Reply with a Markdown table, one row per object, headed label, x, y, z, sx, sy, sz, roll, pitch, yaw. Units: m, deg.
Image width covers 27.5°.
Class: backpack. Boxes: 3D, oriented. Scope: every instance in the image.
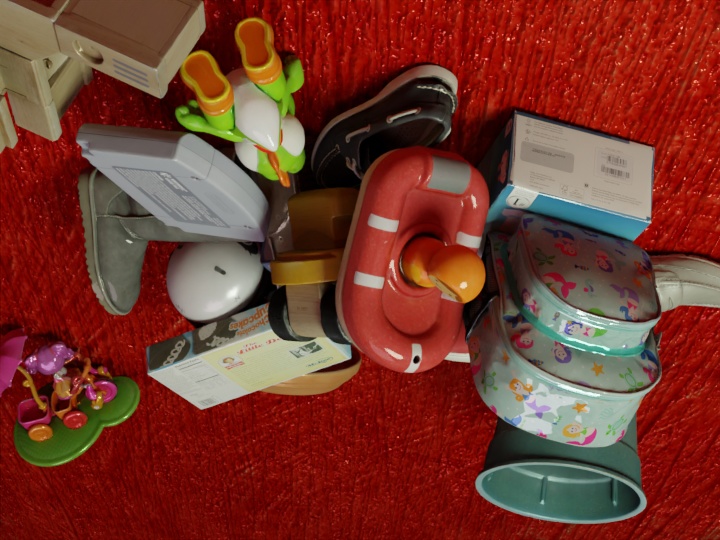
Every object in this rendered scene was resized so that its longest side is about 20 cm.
| label | x | y | z | sx | sy | sz | roll | pitch | yaw |
| --- | --- | --- | --- | --- | --- | --- | --- | --- | --- |
| backpack | 0.188 | 0.057 | 1.351 | 0.176 | 0.201 | 0.151 | 16 | 134 | -12 |

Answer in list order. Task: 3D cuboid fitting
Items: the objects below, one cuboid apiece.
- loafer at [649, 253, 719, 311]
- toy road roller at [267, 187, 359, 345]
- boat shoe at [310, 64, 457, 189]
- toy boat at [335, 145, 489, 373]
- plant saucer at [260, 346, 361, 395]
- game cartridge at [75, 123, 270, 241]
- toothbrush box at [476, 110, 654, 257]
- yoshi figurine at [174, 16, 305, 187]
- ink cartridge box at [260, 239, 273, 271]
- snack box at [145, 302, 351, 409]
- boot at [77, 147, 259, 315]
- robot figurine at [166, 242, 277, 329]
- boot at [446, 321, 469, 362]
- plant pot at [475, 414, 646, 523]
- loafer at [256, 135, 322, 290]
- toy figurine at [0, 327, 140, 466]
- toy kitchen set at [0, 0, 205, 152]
| label | x | y | z | sx | sy | sz | roll | pitch | yaw |
| --- | --- | --- | --- | --- | --- | --- | --- | --- | --- |
| loafer | 0.311 | 0.019 | 1.565 | 0.197 | 0.070 | 0.070 | 8 | 153 | 4 |
| toy road roller | 0.004 | -0.011 | 1.442 | 0.198 | 0.148 | 0.122 | -10 | -173 | -37 |
| boat shoe | 0.019 | -0.117 | 1.384 | 0.073 | 0.061 | 0.199 | 28 | 140 | -31 |
| toy boat | 0.063 | -0.004 | 1.319 | 0.129 | 0.202 | 0.130 | 8 | -170 | -33 |
| plant saucer | -0.098 | 0.109 | 1.790 | 0.198 | 0.038 | 0.200 | 7 | -167 | -2 |
| game cartridge | -0.167 | -0.083 | 1.404 | 0.132 | 0.041 | 0.200 | 12 | 164 | 25 |
| toothbrush box | 0.182 | -0.057 | 1.444 | 0.145 | 0.086 | 0.200 | 13 | 153 | -8 |
| yoshi figurine | -0.100 | -0.155 | 1.329 | 0.111 | 0.113 | 0.200 | 15 | 162 | 16 |
| ink cartridge box | 0.000 | 0.000 | 1.633 | 0.135 | 0.077 | 0.200 | -7 | 150 | 31 |
| snack box | -0.123 | 0.090 | 1.624 | 0.198 | 0.037 | 0.116 | -20 | 148 | 18 |
| boot | -0.196 | -0.039 | 1.564 | 0.198 | 0.073 | 0.184 | -2 | 113 | 17 |
| robot figurine | -0.136 | 0.025 | 1.674 | 0.149 | 0.126 | 0.200 | -19 | 147 | 18 |
| boot | 0.151 | 0.039 | 1.665 | 0.198 | 0.073 | 0.145 | -8 | 149 | 16 |
| plant pot | 0.246 | 0.173 | 1.746 | 0.198 | 0.198 | 0.201 | 8 | 154 | 4 |
| loafer | -0.065 | -0.041 | 1.504 | 0.068 | 0.202 | 0.075 | 13 | -157 | 40 |
| toy figurine | -0.432 | 0.154 | 2.050 | 0.198 | 0.151 | 0.185 | -18 | 138 | 6 |
| toy kitchen set | -0.247 | -0.148 | 1.275 | 0.179 | 0.164 | 0.201 | 24 | 154 | 10 |
